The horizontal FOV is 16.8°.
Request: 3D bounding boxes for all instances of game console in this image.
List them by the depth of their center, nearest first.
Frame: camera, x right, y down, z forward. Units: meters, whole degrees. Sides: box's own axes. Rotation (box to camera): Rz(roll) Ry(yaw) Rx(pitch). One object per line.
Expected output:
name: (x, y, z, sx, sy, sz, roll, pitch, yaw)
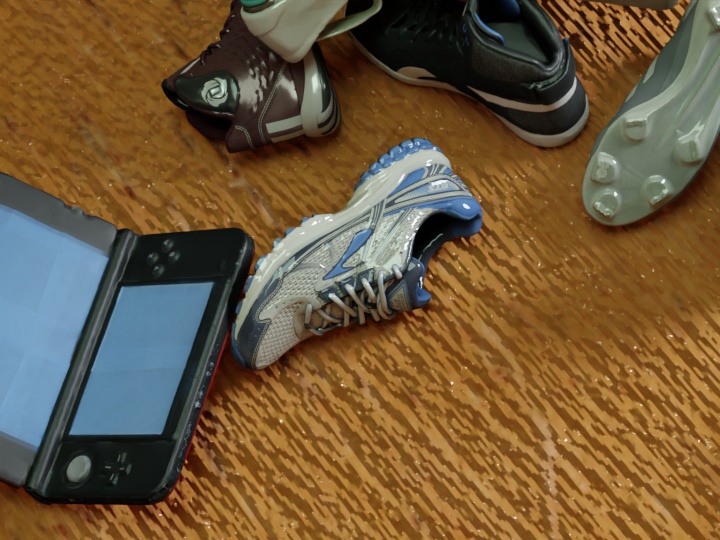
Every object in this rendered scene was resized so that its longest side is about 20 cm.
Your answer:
game console: (-0.187, 0.039, 1.590, 0.171, 0.119, 0.201, -4, 58, 38)

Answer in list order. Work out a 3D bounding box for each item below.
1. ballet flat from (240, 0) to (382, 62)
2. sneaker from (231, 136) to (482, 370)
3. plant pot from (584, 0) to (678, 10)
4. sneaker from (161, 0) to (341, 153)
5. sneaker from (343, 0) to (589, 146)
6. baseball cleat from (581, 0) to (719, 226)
ballet flat: (0.007, -0.214, 1.665, 0.200, 0.070, 0.069, -39, 61, -10)
sneaker: (0.000, 0.000, 1.605, 0.200, 0.077, 0.085, -43, 66, -12)
plant pot: (0.130, -0.308, 1.568, 0.198, 0.177, 0.201, 6, 65, -6)
sneaker: (-0.093, -0.169, 1.721, 0.115, 0.076, 0.201, -20, 60, 4)
sneaker: (0.068, -0.170, 1.662, 0.199, 0.112, 0.073, 29, 69, 25)
baseball cleat: (0.217, -0.117, 1.632, 0.070, 0.106, 0.200, 37, 100, -2)
